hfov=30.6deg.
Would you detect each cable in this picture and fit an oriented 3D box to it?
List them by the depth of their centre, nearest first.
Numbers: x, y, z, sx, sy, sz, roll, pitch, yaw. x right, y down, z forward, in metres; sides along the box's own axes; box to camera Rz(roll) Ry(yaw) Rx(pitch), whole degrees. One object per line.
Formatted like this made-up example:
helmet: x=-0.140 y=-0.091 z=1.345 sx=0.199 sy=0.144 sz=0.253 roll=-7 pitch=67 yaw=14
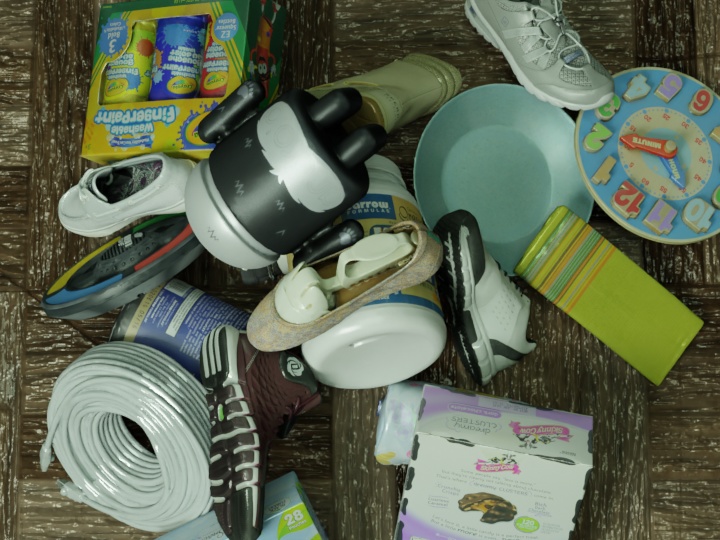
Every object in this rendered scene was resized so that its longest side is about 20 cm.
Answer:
cable: x=-0.218 y=0.166 z=1.294 sx=0.199 sy=0.069 sz=0.201 roll=28 pitch=128 yaw=14

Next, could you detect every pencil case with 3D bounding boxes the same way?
pencil case: x=0.112 y=0.169 z=1.332 sx=0.198 sy=0.083 sz=0.092 roll=9 pitch=97 yaw=3

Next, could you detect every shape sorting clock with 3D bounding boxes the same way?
shape sorting clock: x=0.319 y=-0.123 z=1.375 sx=0.198 sy=0.039 sz=0.202 roll=3 pitch=73 yaw=-9

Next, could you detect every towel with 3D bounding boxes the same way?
towel: x=0.257 y=0.026 z=1.362 sx=0.199 sy=0.018 sz=0.086 roll=38 pitch=89 yaw=-8

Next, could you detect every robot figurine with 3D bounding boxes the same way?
robot figurine: x=-0.071 y=-0.088 z=1.227 sx=0.199 sy=0.125 sz=0.151 roll=-36 pitch=51 yaw=17

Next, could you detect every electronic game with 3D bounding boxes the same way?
electronic game: x=-0.230 y=-0.012 z=1.317 sx=0.199 sy=0.200 sz=0.042 roll=-29 pitch=107 yaw=-3

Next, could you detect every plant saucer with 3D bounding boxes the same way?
plant saucer: x=0.147 y=-0.092 z=1.380 sx=0.199 sy=0.039 sz=0.204 roll=1 pitch=83 yaw=-12

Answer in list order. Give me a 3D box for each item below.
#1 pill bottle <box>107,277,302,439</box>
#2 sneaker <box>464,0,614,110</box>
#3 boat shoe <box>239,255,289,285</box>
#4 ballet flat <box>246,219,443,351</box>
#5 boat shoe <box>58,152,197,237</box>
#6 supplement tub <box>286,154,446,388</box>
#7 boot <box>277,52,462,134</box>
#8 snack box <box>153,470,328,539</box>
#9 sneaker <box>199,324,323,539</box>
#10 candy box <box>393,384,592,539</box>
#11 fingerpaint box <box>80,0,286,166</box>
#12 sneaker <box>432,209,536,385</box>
pill bottle: x=-0.147 y=0.089 z=1.336 sx=0.198 sy=0.112 sz=0.113 roll=25 pitch=83 yaw=6
sneaker: x=0.187 y=-0.245 z=1.367 sx=0.074 sy=0.082 sz=0.200 roll=-34 pitch=68 yaw=-31
boat shoe: x=-0.124 y=-0.083 z=1.384 sx=0.060 sy=0.074 sz=0.202 roll=-19 pitch=83 yaw=4
ballet flat: x=-0.022 y=0.007 z=1.189 sx=0.199 sy=0.067 sz=0.068 roll=-28 pitch=64 yaw=2
boat shoe: x=-0.249 y=-0.081 z=1.343 sx=0.198 sy=0.068 sz=0.073 roll=-2 pitch=71 yaw=38
supplement tub: x=0.000 y=0.000 z=1.310 sx=0.143 sy=0.145 sz=0.202 roll=-11 pitch=62 yaw=0
boot: x=-0.006 y=-0.175 z=1.385 sx=0.155 sy=0.199 sz=0.073 roll=-32 pitch=110 yaw=-40
snack box: x=-0.095 y=0.321 z=1.278 sx=0.167 sy=0.068 sz=0.201 roll=-26 pitch=113 yaw=-2
sneaker: x=-0.081 y=0.149 z=1.228 sx=0.115 sy=0.075 sz=0.202 roll=1 pitch=78 yaw=-35
candy box: x=0.124 y=0.219 z=1.271 sx=0.166 sy=0.202 sz=0.072 roll=11 pitch=37 yaw=3
fingerpaint box: x=-0.184 y=-0.193 z=1.358 sx=0.198 sy=0.073 sz=0.169 roll=2 pitch=81 yaw=30
sneaker: x=0.125 y=0.018 z=1.327 sx=0.079 sy=0.074 sz=0.201 roll=-24 pitch=126 yaw=-11
